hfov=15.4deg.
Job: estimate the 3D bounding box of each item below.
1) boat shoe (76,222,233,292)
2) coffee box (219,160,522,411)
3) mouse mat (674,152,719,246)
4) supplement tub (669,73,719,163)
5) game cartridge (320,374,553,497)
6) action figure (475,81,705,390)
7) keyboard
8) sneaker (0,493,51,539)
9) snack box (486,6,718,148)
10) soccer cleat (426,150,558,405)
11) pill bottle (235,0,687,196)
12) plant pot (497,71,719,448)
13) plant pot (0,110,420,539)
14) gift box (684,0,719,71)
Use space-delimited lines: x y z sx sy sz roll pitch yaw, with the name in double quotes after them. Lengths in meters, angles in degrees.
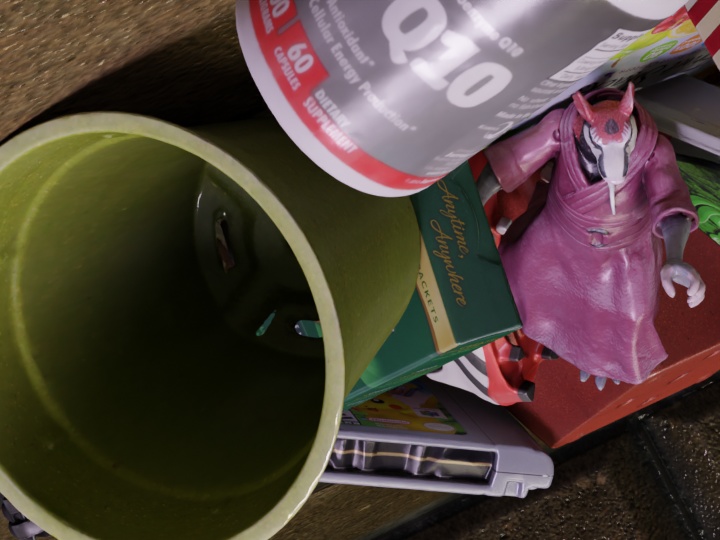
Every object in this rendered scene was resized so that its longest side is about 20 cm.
-0.113 0.010 1.316 0.076 0.072 0.200 -33 168 25 "boat shoe"
0.000 0.000 1.356 0.044 0.124 0.200 -13 173 -30 "coffee box"
0.215 -0.014 1.396 0.008 0.161 0.200 -54 -161 -4 "mouse mat"
0.279 -0.096 1.466 0.200 0.145 0.145 -51 172 -9 "supplement tub"
0.003 0.091 1.591 0.198 0.041 0.133 6 -169 -19 "game cartridge"
0.129 -0.035 1.349 0.149 0.133 0.201 -58 163 -34 "action figure"
0.203 -0.063 1.304 0.056 0.011 0.200 -15 -154 -32 "keyboard"
-0.184 0.093 1.460 0.070 0.100 0.200 -25 168 -2 "sneaker"
0.145 -0.129 1.356 0.199 0.053 0.142 -18 168 -42 "snack box"
0.047 -0.005 1.486 0.085 0.201 0.069 8 -133 34 "soccer cleat"
0.057 -0.123 1.007 0.200 0.114 0.114 -35 167 33 "pill bottle"
0.150 -0.013 1.585 0.199 0.177 0.200 -22 168 -29 "plant pot"
-0.062 0.009 1.205 0.199 0.201 0.190 -33 179 27 "plant pot"
0.260 -0.149 1.206 0.199 0.186 0.187 -16 163 -24 "gift box"
